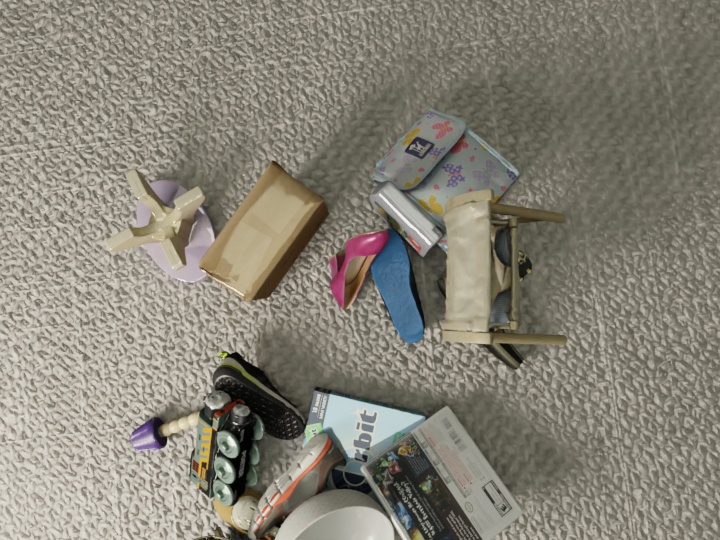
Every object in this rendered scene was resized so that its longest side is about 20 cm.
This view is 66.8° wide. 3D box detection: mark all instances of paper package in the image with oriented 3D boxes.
[{"bbox_3d":[-0.151,-0.057,0.908,0.103,0.191,0.201,35,88,0],"label":"paper package"}]

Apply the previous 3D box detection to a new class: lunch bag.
[{"bbox_3d":[0.139,-0.160,0.940,0.200,0.127,0.170,44,83,8],"label":"lunch bag"}]

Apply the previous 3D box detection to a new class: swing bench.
[{"bbox_3d":[0.195,0.005,0.802,0.198,0.129,0.202,7,83,-39],"label":"swing bench"}]

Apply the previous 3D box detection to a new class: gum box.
[{"bbox_3d":[-0.002,0.310,0.946,0.198,0.045,0.172,12,87,2],"label":"gum box"}]

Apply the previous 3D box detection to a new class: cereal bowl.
[{"bbox_3d":[-0.050,0.425,0.857,0.198,0.083,0.202,-9,113,-22],"label":"cereal bowl"}]

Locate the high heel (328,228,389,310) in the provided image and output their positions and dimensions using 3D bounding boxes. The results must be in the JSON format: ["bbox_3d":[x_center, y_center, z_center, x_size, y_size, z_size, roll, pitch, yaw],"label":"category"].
[{"bbox_3d":[0.000,0.000,0.903,0.067,0.200,0.097,-8,78,-33],"label":"high heel"}]

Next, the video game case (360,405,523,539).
[{"bbox_3d":[0.127,0.350,0.870,0.181,0.023,0.201,-30,69,-16],"label":"video game case"}]

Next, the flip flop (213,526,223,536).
[{"bbox_3d":[-0.171,0.504,0.926,0.199,0.081,0.058,39,65,6],"label":"flip flop"}]

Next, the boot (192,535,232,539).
[{"bbox_3d":[-0.234,0.507,0.866,0.180,0.073,0.202,-9,122,17],"label":"boot"}]

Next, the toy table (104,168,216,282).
[{"bbox_3d":[-0.336,-0.078,0.954,0.184,0.117,0.200,-41,84,-2],"label":"toy table"}]

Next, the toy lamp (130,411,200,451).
[{"bbox_3d":[-0.302,0.263,0.955,0.198,0.058,0.059,-22,85,-1],"label":"toy lamp"}]

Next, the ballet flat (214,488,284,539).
[{"bbox_3d":[-0.159,0.428,0.930,0.199,0.063,0.069,28,65,2],"label":"ballet flat"}]

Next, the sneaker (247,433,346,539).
[{"bbox_3d":[-0.098,0.365,0.886,0.082,0.077,0.200,43,85,-8],"label":"sneaker"}]

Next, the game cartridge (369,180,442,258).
[{"bbox_3d":[0.071,-0.083,0.897,0.041,0.200,0.133,-41,85,0],"label":"game cartridge"}]

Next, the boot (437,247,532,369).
[{"bbox_3d":[0.250,0.051,0.945,0.153,0.073,0.204,-40,87,-4],"label":"boot"}]

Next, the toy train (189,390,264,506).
[{"bbox_3d":[-0.224,0.292,0.896,0.113,0.085,0.202,25,119,26],"label":"toy train"}]

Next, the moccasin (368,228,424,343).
[{"bbox_3d":[0.061,0.029,0.957,0.080,0.068,0.202,-12,84,9],"label":"moccasin"}]

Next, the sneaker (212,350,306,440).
[{"bbox_3d":[-0.166,0.208,0.947,0.071,0.083,0.200,-37,110,21],"label":"sneaker"}]
